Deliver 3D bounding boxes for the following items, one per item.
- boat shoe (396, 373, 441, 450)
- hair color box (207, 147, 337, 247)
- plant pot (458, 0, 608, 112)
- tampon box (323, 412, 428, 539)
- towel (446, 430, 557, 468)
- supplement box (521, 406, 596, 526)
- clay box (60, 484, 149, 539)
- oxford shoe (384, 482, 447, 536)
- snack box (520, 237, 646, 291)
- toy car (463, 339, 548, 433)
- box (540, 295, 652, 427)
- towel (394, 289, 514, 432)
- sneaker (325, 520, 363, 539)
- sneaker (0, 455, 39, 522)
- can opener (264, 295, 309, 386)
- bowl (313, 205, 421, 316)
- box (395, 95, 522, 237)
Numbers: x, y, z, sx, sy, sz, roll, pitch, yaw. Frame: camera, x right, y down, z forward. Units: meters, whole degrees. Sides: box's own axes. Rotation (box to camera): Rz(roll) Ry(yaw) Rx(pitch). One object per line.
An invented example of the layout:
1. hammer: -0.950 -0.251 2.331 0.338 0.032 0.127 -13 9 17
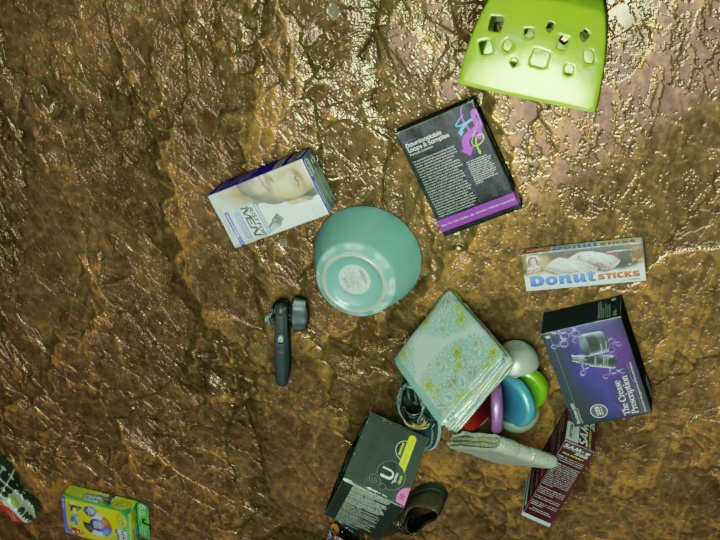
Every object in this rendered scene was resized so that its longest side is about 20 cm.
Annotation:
1. boat shoe: 0.105 0.275 1.697 0.070 0.091 0.202 -3 116 17
2. hair color box: -0.154 -0.126 1.574 0.199 0.065 0.110 -19 110 22
3. plant pot: 0.260 -0.346 1.267 0.197 0.200 0.183 14 115 9
4. tampon box: 0.028 0.394 1.713 0.125 0.150 0.200 24 145 1
5. towel: 0.254 0.326 1.638 0.132 0.035 0.200 21 164 -21
6. supplement box: 0.366 0.361 1.659 0.061 0.109 0.201 22 122 4
7. clay box: -0.588 0.573 2.077 0.198 0.048 0.116 11 120 11
8. oxford shoe: 0.085 0.503 1.829 0.073 0.085 0.200 45 121 -12
9. snack box: 0.373 -0.010 1.508 0.198 0.024 0.072 -6 117 18
10. toy car: 0.231 0.223 1.599 0.198 0.150 0.176 3 118 14
11. box: 0.410 0.160 1.559 0.140 0.079 0.201 -14 113 25
12. towel: 0.159 0.156 1.559 0.048 0.200 0.171 25 109 -44
13. sneaker: -0.080 0.593 1.936 0.198 0.078 0.113 -1 113 4
14. sneaker: -0.841 0.517 2.105 0.084 0.077 0.201 -16 112 28
15. can opener: -0.145 0.138 1.711 0.078 0.063 0.201 13 120 8
16. bowl: 0.000 0.000 1.573 0.199 0.105 0.202 7 120 12
17. box: 0.163 -0.169 1.478 0.142 0.036 0.201 -19 112 23
